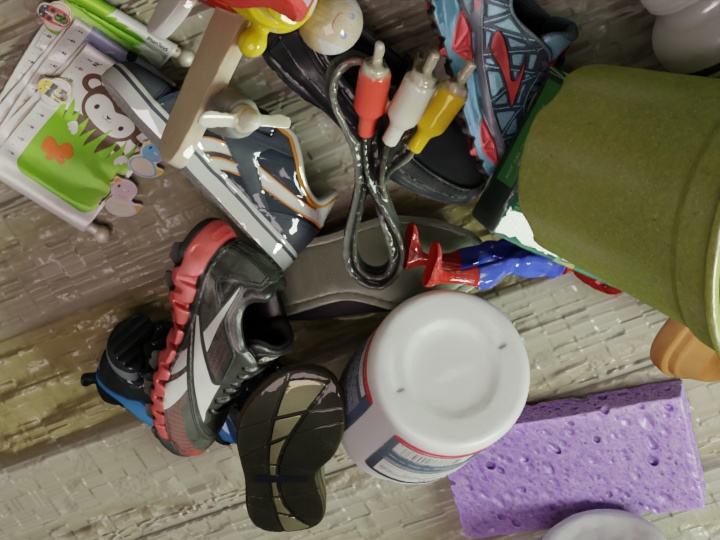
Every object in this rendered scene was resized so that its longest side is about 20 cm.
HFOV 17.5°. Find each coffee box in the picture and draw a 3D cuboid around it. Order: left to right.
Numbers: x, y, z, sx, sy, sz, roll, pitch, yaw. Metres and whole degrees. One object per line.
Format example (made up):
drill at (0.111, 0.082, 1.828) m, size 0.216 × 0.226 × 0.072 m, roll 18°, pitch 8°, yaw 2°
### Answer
coffee box at (0.191, -0.051, 1.660) m, size 0.199 × 0.044 × 0.123 m, roll 24°, pitch 101°, yaw -28°

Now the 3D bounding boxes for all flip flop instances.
flip flop at (-0.052, 0.129, 1.781) m, size 0.081 × 0.058 × 0.201 m, roll 3°, pitch 143°, yaw 0°

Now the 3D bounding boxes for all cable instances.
cable at (0.009, -0.074, 1.636) m, size 0.097 × 0.050 × 0.201 m, roll 13°, pitch 117°, yaw -8°

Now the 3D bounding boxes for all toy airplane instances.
toy airplane at (-0.066, -0.186, 1.574) m, size 0.141 × 0.200 × 0.200 m, roll 26°, pitch 130°, yaw -12°

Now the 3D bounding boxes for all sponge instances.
sponge at (0.168, 0.152, 1.864) m, size 0.199 × 0.030 × 0.112 m, roll -9°, pitch 123°, yaw 14°

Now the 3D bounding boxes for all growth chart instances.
growth chart at (-0.204, -0.117, 1.742) m, size 0.144 × 0.018 × 0.200 m, roll 25°, pitch 125°, yaw -10°

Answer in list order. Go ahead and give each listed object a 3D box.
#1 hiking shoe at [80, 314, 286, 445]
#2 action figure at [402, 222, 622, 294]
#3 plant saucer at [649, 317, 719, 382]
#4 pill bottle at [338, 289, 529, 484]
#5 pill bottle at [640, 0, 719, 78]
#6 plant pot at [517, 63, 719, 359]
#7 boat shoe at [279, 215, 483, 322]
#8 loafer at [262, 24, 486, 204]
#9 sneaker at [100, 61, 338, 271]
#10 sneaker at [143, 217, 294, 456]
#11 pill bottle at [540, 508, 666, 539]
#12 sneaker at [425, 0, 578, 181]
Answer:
hiking shoe at (-0.116, 0.102, 1.857) m, size 0.199 × 0.075 × 0.087 m, roll 28°, pitch 144°, yaw -9°
action figure at (0.137, -0.032, 1.708) m, size 0.199 × 0.065 × 0.100 m, roll 5°, pitch 110°, yaw -27°
plant saucer at (0.297, 0.018, 1.667) m, size 0.200 × 0.200 × 0.038 m, roll -46°, pitch 67°, yaw 30°
pill bottle at (0.045, 0.094, 1.744) m, size 0.119 × 0.120 × 0.200 m, roll 21°, pitch 162°, yaw -6°
pill bottle at (0.268, -0.148, 1.596) m, size 0.111 × 0.111 × 0.200 m, roll -30°, pitch 115°, yaw 25°
plant pot at (0.210, -0.052, 1.518) m, size 0.184 × 0.200 × 0.201 m, roll 21°, pitch 134°, yaw 38°
boat shoe at (0.000, 0.000, 1.768) m, size 0.200 × 0.061 × 0.072 m, roll -6°, pitch 86°, yaw 9°
loafer at (0.018, -0.121, 1.669) m, size 0.200 × 0.068 × 0.070 m, roll 39°, pitch 147°, yaw -14°
sneaker at (-0.099, -0.094, 1.701) m, size 0.079 × 0.078 × 0.200 m, roll -46°, pitch 114°, yaw -5°
sneaker at (-0.101, 0.064, 1.728) m, size 0.098 × 0.071 × 0.201 m, roll 26°, pitch 123°, yaw 20°
pill bottle at (0.201, 0.294, 1.891) m, size 0.116 × 0.117 × 0.201 m, roll -2°, pitch 137°, yaw 9°
sneaker at (0.110, -0.140, 1.644) m, size 0.095 × 0.079 × 0.201 m, roll -12°, pitch 122°, yaw 13°
